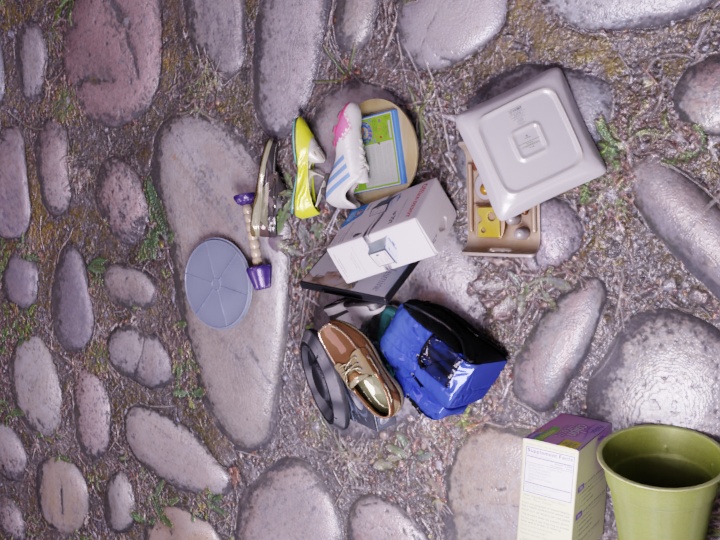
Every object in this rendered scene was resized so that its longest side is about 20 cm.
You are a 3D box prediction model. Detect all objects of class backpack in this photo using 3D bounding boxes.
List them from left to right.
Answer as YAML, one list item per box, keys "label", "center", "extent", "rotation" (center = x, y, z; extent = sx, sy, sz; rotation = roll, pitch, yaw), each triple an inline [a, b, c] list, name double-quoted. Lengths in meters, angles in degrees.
- label: "backpack"
  center: [0.128, 0.156, 1.647]
  extent: [0.200, 0.162, 0.169]
  rotation: [41, 105, 26]

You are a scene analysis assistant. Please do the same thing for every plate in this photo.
- label: "plate"
  center: [0.283, -0.214, 1.537]
  extent: [0.197, 0.032, 0.202]
  rotation: [-24, 83, 9]

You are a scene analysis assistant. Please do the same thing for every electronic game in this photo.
- label: "electronic game"
  center: [-0.066, 0.207, 1.742]
  extent: [0.200, 0.041, 0.203]
  rotation: [160, 91, -73]

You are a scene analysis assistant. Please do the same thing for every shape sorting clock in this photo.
- label: "shape sorting clock"
  center: [0.032, -0.224, 1.747]
  extent: [0.198, 0.039, 0.204]
  rotation: [6, 100, 37]

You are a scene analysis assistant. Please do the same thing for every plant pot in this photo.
- label: "plant pot"
  center: [0.474, 0.376, 1.451]
  extent: [0.198, 0.199, 0.193]
  rotation: [8, 112, 33]

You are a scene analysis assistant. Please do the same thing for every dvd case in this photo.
- label: "dvd case"
  center: [0.000, 0.000, 1.743]
  extent: [0.198, 0.143, 0.018]
  rotation: [10, 133, 32]

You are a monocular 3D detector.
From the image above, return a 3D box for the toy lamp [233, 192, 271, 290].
- label: "toy lamp"
  center: [-0.223, -0.060, 1.931]
  extent: [0.058, 0.058, 0.203]
  rotation: [-10, 88, 34]

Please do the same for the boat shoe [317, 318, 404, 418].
- label: "boat shoe"
  center: [0.001, 0.172, 1.589]
  extent: [0.076, 0.074, 0.200]
  rotation: [-42, 90, 20]

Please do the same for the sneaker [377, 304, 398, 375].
- label: "sneaker"
  center: [0.055, 0.167, 1.755]
  extent: [0.077, 0.079, 0.203]
  rotation: [9, 100, 32]

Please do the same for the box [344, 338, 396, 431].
- label: "box"
  center: [-0.013, 0.202, 1.733]
  extent: [0.199, 0.043, 0.163]
  rotation: [9, 114, 62]

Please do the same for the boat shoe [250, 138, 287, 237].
- label: "boat shoe"
  center: [-0.183, -0.166, 1.887]
  extent: [0.065, 0.072, 0.204]
  rotation: [9, 86, -6]

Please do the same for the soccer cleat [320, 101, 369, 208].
- label: "soccer cleat"
  center: [-0.013, -0.212, 1.725]
  extent: [0.085, 0.070, 0.203]
  rotation: [21, 113, 21]

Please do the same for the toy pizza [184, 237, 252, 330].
- label: "toy pizza"
  center: [-0.307, 0.029, 2.011]
  extent: [0.198, 0.032, 0.204]
  rotation: [4, 97, 34]

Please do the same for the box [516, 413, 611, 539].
- label: "box"
  center: [0.340, 0.363, 1.528]
  extent: [0.096, 0.175, 0.203]
  rotation: [8, 101, 32]

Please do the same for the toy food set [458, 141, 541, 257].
- label: "toy food set"
  center: [0.238, -0.126, 1.608]
  extent: [0.142, 0.060, 0.204]
  rotation: [2, 96, 33]

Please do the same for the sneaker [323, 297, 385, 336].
- label: "sneaker"
  center: [0.007, 0.106, 1.768]
  extent: [0.200, 0.075, 0.117]
  rotation: [-14, 98, 62]

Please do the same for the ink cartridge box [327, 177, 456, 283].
- label: "ink cartridge box"
  center: [0.058, -0.072, 1.673]
  extent: [0.198, 0.147, 0.086]
  rotation: [-20, 115, 33]

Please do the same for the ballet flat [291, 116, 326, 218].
- label: "ballet flat"
  center: [-0.101, -0.204, 1.834]
  extent: [0.066, 0.067, 0.203]
  rotation: [5, 102, 12]
